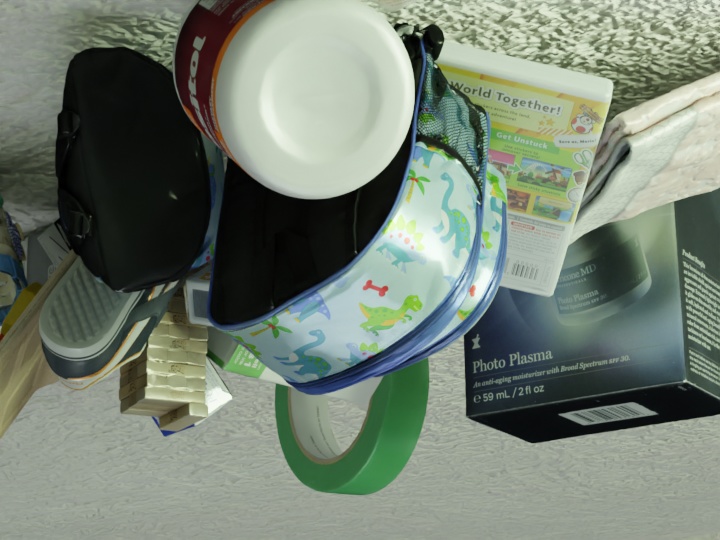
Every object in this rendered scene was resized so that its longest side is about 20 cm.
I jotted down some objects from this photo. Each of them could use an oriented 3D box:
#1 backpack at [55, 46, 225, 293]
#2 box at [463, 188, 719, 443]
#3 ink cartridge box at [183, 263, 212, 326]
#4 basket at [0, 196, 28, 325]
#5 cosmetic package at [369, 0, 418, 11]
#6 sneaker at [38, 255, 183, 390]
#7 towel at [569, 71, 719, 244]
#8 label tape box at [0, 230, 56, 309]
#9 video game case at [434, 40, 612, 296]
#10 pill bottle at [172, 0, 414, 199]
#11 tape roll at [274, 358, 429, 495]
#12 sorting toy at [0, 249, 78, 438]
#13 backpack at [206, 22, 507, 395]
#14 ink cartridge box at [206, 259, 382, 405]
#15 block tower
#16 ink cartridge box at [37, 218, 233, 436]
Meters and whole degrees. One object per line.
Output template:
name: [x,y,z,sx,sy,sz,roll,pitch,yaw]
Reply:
backpack: [-0.153,-0.061,1.301,0.152,0.165,0.200,-9,175,-23]
box: [0.191,0.021,1.528,0.198,0.201,0.123,-13,158,31]
ink cartridge box: [0.000,0.000,1.448,0.198,0.044,0.198,7,-155,35]
basket: [-0.327,0.021,1.453,0.137,0.202,0.176,3,165,-8]
cosmetic package: [-0.011,-0.209,0.952,0.112,0.082,0.199,-16,157,38]
sneaker: [-0.175,0.004,1.413,0.078,0.200,0.080,29,146,14]
towel: [0.229,-0.086,1.333,0.190,0.032,0.200,-22,165,-21]
label tape box: [-0.280,0.022,1.706,0.199,0.064,0.144,-16,158,38]
video game case: [0.055,-0.075,1.274,0.198,0.023,0.183,13,132,2]
pill bottle: [-0.047,-0.115,1.092,0.112,0.114,0.200,3,-167,-17]
tape roll: [-0.011,0.114,1.805,0.048,0.203,0.200,10,160,-35]
sorting toy: [-0.281,0.086,1.452,0.036,0.200,0.186,32,136,5]
backpack: [0.003,-0.019,1.183,0.182,0.201,0.147,-28,123,31]
ink cartridge box: [-0.077,0.035,1.625,0.144,0.085,0.199,36,-170,38]
block tower: [-0.155,0.020,1.478,0.057,0.202,0.054,8,160,-30]
ink cartridge box: [-0.187,0.038,1.545,0.044,0.201,0.094,-34,-177,-24]
